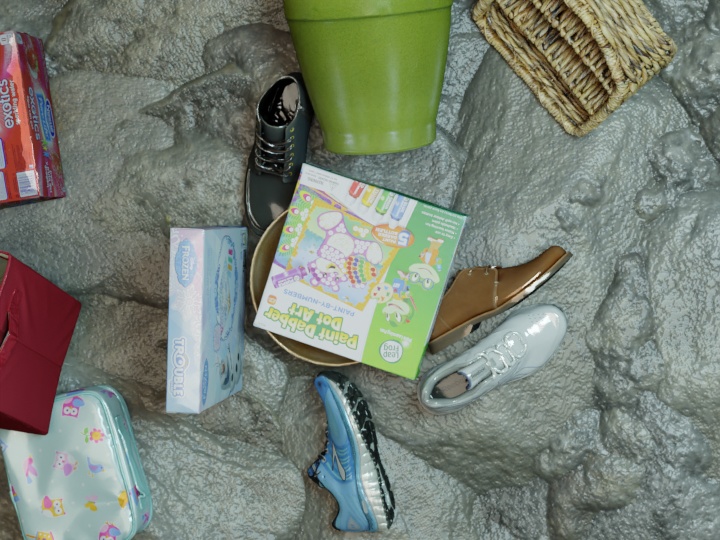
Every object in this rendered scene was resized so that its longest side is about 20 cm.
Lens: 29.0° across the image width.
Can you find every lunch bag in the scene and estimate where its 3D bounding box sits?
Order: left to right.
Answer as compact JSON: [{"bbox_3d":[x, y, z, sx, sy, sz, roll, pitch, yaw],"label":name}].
[{"bbox_3d":[-0.339,0.245,1.681,0.160,0.077,0.201,-15,90,7],"label":"lunch bag"}]

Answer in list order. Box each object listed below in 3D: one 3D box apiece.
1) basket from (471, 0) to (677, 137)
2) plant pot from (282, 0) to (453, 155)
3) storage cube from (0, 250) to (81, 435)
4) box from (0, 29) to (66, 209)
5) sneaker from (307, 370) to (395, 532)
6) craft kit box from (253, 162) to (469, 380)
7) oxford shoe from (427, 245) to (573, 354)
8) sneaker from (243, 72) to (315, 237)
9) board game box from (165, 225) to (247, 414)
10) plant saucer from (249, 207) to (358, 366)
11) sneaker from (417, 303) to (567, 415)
[{"bbox_3d":[0.233,-0.265,1.542,0.149,0.143,0.200,-39,87,7],"label":"basket"},{"bbox_3d":[0.014,-0.233,1.564,0.199,0.200,0.194,-2,105,8],"label":"plant pot"},{"bbox_3d":[-0.455,0.078,1.603,0.199,0.180,0.172,5,72,19],"label":"storage cube"},{"bbox_3d":[-0.426,-0.177,1.662,0.099,0.095,0.201,-9,91,8],"label":"box"},{"bbox_3d":[-0.026,0.217,1.637,0.090,0.078,0.201,-15,90,12],"label":"sneaker"},{"bbox_3d":[0.000,0.000,1.591,0.199,0.049,0.198,18,99,7],"label":"craft kit box"},{"bbox_3d":[0.150,0.019,1.606,0.200,0.071,0.071,-31,85,10],"label":"oxford shoe"},{"bbox_3d":[-0.103,-0.132,1.612,0.074,0.106,0.201,12,98,7],"label":"sneaker"},{"bbox_3d":[-0.173,0.050,1.586,0.043,0.199,0.201,2,93,8],"label":"board game box"},{"bbox_3d":[-0.030,0.011,1.640,0.199,0.035,0.201,0,95,3],"label":"plant saucer"},{"bbox_3d":[0.153,0.108,1.601,0.200,0.087,0.075,-36,86,7],"label":"sneaker"}]
